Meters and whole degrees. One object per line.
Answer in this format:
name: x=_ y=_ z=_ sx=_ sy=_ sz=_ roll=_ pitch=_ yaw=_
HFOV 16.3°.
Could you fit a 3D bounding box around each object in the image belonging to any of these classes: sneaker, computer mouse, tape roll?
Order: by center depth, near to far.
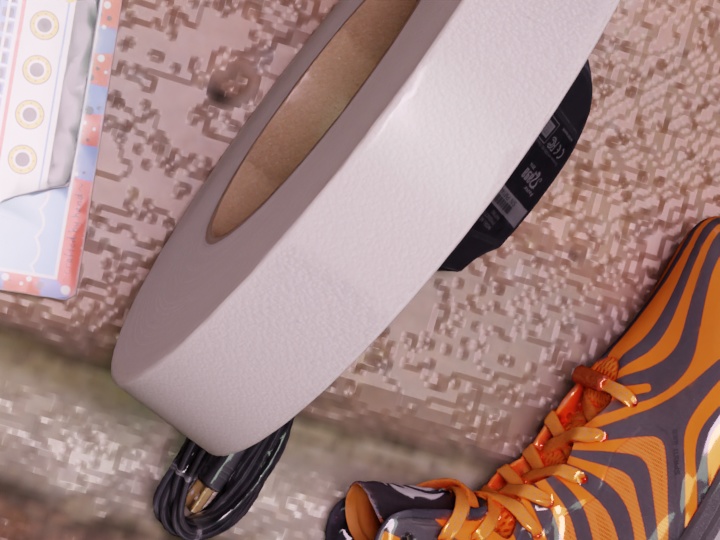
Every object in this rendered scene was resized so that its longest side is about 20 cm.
tape roll: x=0.004 y=-0.040 z=0.695 sx=0.037 sy=0.203 sz=0.203 roll=36 pitch=82 yaw=-11
sneaker: x=0.058 y=0.066 z=0.772 sx=0.112 sy=0.078 sz=0.200 roll=21 pitch=86 yaw=-14
computer mouse: x=0.000 y=0.000 z=0.781 sx=0.034 sy=0.059 sz=0.200 roll=38 pitch=84 yaw=32

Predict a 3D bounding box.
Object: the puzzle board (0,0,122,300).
puzzle board: x=-0.144 y=-0.101 z=0.753 sx=0.151 sy=0.017 sz=0.200 roll=9 pitch=89 yaw=-13
